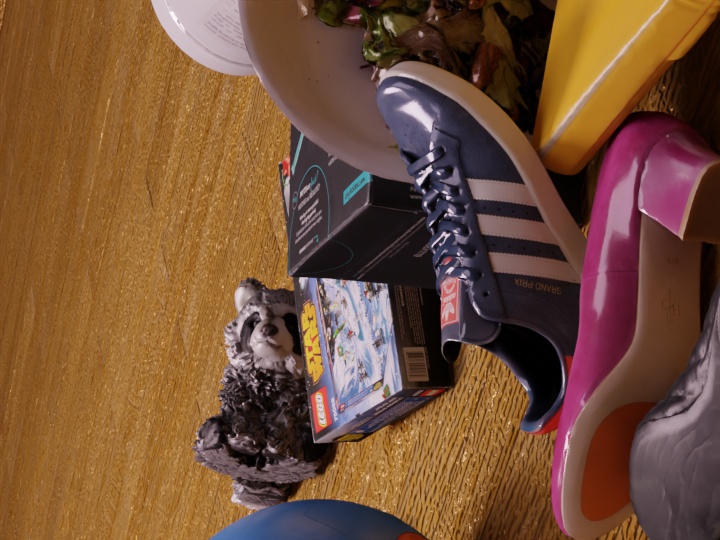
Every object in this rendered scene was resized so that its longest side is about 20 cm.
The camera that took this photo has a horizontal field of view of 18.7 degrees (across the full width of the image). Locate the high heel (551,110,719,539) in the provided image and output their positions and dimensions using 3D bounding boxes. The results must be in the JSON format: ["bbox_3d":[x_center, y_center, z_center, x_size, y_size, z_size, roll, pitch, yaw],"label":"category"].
[{"bbox_3d":[0.121,0.024,1.045,0.096,0.067,0.201,-139,59,-61],"label":"high heel"}]

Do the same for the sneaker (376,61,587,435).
[{"bbox_3d":[0.058,-0.008,1.076,0.200,0.084,0.075,53,157,1],"label":"sneaker"}]

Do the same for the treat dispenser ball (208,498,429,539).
[{"bbox_3d":[-0.024,0.231,1.238,0.201,0.200,0.202,-175,90,-72],"label":"treat dispenser ball"}]

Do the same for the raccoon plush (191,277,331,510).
[{"bbox_3d":[-0.079,0.090,1.644,0.200,0.096,0.135,134,145,-64],"label":"raccoon plush"}]

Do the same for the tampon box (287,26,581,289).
[{"bbox_3d":[0.039,-0.105,1.251,0.150,0.126,0.201,141,132,-66],"label":"tampon box"}]

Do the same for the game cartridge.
[{"bbox_3d":[0.144,-0.163,1.034,0.200,0.032,0.177,131,155,-58],"label":"game cartridge"}]

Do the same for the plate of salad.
[{"bbox_3d":[0.035,-0.144,1.151,0.048,0.199,0.201,126,145,-70],"label":"plate of salad"}]

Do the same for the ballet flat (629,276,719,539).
[{"bbox_3d":[0.168,0.059,0.958,0.066,0.057,0.201,45,141,25],"label":"ballet flat"}]

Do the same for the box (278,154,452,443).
[{"bbox_3d":[0.000,0.000,1.432,0.137,0.040,0.201,-35,59,58],"label":"box"}]

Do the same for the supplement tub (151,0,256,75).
[{"bbox_3d":[-0.050,-0.232,1.507,0.200,0.131,0.133,-32,54,54],"label":"supplement tub"}]
